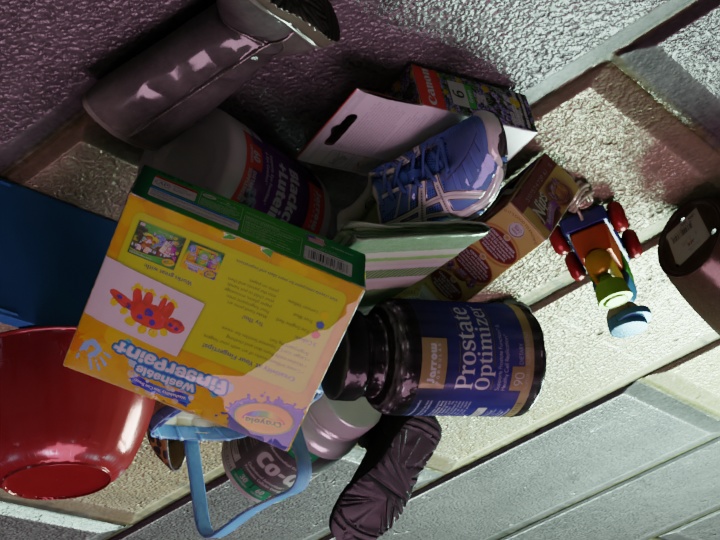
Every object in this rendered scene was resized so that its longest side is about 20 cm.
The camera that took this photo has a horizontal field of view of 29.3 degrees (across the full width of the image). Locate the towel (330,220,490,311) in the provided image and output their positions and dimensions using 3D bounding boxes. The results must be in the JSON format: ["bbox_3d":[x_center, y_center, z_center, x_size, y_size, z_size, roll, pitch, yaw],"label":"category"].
[{"bbox_3d":[0.000,0.000,1.245,0.152,0.023,0.200,-2,159,-34],"label":"towel"}]

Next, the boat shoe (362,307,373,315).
[{"bbox_3d":[-0.034,0.050,1.388,0.200,0.069,0.071,29,158,1],"label":"boat shoe"}]

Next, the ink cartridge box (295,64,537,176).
[{"bbox_3d":[0.048,-0.129,1.240,0.200,0.050,0.109,9,144,-33],"label":"ink cartridge box"}]

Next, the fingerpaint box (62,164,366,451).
[{"bbox_3d":[-0.118,0.032,1.128,0.200,0.073,0.167,21,112,-8],"label":"fingerpaint box"}]

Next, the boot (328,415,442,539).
[{"bbox_3d":[0.022,0.221,1.664,0.073,0.162,0.198,32,95,-16],"label":"boot"}]

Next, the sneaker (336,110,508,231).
[{"bbox_3d":[0.055,-0.071,1.212,0.077,0.076,0.200,4,146,-37],"label":"sneaker"}]

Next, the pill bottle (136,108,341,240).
[{"bbox_3d":[-0.096,-0.058,1.236,0.111,0.112,0.200,-28,148,22],"label":"pill bottle"}]

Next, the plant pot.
[{"bbox_3d":[0.429,0.001,1.520,0.200,0.187,0.187,24,135,-27],"label":"plant pot"}]

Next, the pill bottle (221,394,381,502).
[{"bbox_3d":[-0.071,0.192,1.666,0.113,0.113,0.200,12,140,-38],"label":"pill bottle"}]

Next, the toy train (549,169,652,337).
[{"bbox_3d":[0.252,-0.012,1.456,0.085,0.116,0.200,-23,149,14],"label":"toy train"}]

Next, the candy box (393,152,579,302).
[{"bbox_3d":[0.119,-0.022,1.383,0.200,0.056,0.117,-42,-175,38],"label":"candy box"}]

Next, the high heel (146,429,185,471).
[{"bbox_3d":[-0.179,0.115,1.459,0.071,0.143,0.200,3,146,-27],"label":"high heel"}]

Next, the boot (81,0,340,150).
[{"bbox_3d":[-0.137,-0.179,1.074,0.200,0.073,0.182,-20,148,23],"label":"boot"}]

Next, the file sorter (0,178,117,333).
[{"bbox_3d":[-0.299,0.025,1.266,0.123,0.139,0.200,-30,147,30],"label":"file sorter"}]

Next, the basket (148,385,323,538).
[{"bbox_3d":[-0.122,0.140,1.324,0.139,0.200,0.176,2,152,-43],"label":"basket"}]

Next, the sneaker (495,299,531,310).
[{"bbox_3d":[0.109,0.094,1.609,0.200,0.082,0.073,-15,152,3],"label":"sneaker"}]

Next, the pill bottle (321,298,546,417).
[{"bbox_3d":[0.066,0.083,1.316,0.200,0.112,0.112,3,146,-22],"label":"pill bottle"}]

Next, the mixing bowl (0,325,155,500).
[{"bbox_3d":[-0.272,0.138,1.231,0.200,0.109,0.200,-7,153,-3],"label":"mixing bowl"}]
